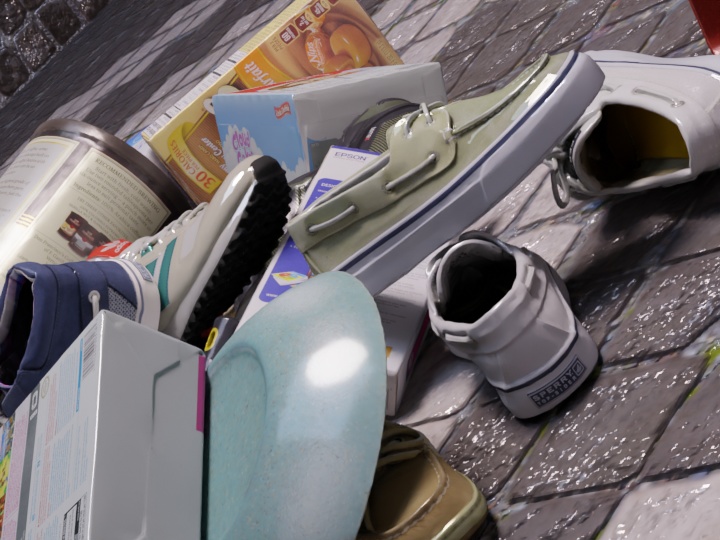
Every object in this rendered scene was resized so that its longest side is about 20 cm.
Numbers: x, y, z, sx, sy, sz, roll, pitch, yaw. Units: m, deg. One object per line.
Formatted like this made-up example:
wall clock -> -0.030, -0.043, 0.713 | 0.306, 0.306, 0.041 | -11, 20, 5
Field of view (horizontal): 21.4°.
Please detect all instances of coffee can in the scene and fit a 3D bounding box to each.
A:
coffee can -> -0.222, 0.018, 1.308 | 0.146, 0.146, 0.201 | -14, 36, 55

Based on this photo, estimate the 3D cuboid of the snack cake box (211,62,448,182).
snack cake box -> -0.023, -0.107, 1.386 | 0.114, 0.068, 0.200 | -15, 9, -18

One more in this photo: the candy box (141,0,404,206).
candy box -> -0.062, -0.126, 1.514 | 0.200, 0.116, 0.055 | -41, 16, -5

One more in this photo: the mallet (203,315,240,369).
mallet -> -0.100, 0.116, 1.003 | 0.066, 0.041, 0.202 | -2, 61, 59

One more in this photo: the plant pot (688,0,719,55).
plant pot -> 0.248, -0.217, 0.969 | 0.175, 0.201, 0.200 | -27, 17, 3

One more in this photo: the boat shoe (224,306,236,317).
boat shoe -> -0.073, -0.011, 1.328 | 0.071, 0.065, 0.200 | -20, 25, 48

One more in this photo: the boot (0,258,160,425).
boot -> -0.180, 0.089, 1.086 | 0.072, 0.202, 0.090 | 18, 10, 41

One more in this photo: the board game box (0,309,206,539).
board game box -> -0.152, 0.139, 0.943 | 0.200, 0.064, 0.149 | -43, 35, 39

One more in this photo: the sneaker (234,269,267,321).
sneaker -> -0.047, 0.064, 1.098 | 0.088, 0.076, 0.200 | 15, 51, 46

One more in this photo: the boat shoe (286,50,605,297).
boat shoe -> 0.038, -0.052, 0.977 | 0.200, 0.062, 0.072 | -40, 7, 28

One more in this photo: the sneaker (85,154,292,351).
sneaker -> -0.118, 0.000, 1.127 | 0.070, 0.093, 0.201 | -30, -25, -56

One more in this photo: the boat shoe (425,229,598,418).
boat shoe -> 0.067, 0.010, 0.966 | 0.073, 0.066, 0.200 | -41, 16, -2

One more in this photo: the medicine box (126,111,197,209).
medicine box -> -0.209, -0.012, 1.561 | 0.181, 0.103, 0.200 | -34, 17, 20

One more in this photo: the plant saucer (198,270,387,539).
plant saucer -> -0.053, 0.092, 0.901 | 0.201, 0.038, 0.203 | -45, 36, 45

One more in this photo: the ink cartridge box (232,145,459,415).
ink cartridge box -> 0.000, 0.000, 1.087 | 0.094, 0.037, 0.201 | 11, 40, 11

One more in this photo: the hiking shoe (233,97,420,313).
hiking shoe -> -0.005, -0.037, 1.227 | 0.201, 0.076, 0.100 | -53, 25, -18

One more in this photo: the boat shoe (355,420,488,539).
boat shoe -> -0.004, 0.097, 0.897 | 0.073, 0.063, 0.200 | -42, 16, -8

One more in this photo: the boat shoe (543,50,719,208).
boat shoe -> 0.128, -0.067, 1.011 | 0.086, 0.075, 0.201 | -28, 17, -24
